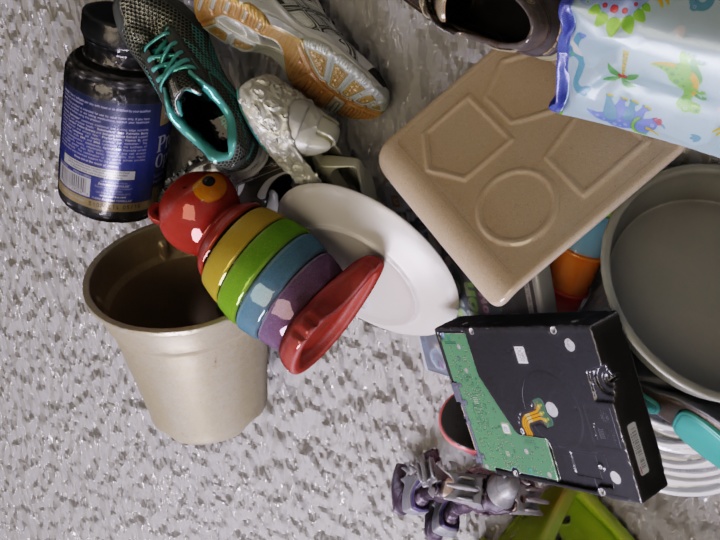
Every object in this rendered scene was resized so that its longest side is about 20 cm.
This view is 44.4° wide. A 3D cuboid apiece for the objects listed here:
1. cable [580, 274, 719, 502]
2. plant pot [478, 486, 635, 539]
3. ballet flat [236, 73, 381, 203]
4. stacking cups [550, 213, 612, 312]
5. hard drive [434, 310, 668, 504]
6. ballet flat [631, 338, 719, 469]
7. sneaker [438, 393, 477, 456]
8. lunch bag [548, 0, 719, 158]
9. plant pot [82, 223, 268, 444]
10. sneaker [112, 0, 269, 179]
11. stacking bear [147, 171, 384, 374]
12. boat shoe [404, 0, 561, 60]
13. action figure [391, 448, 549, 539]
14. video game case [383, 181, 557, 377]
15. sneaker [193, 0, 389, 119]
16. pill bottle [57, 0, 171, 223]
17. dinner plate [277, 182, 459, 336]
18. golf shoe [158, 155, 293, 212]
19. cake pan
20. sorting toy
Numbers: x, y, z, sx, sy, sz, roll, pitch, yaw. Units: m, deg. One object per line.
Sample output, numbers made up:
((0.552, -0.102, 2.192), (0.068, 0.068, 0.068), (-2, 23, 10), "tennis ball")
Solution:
((0.274, 0.092, 0.761), (0.199, 0.069, 0.201), (39, 115, 10), "cable")
((0.183, 0.362, 0.872), (0.200, 0.199, 0.181), (48, 131, -1), "plant pot")
((-0.032, -0.105, 0.811), (0.071, 0.072, 0.201), (-14, 131, 30), "ballet flat")
((0.195, -0.037, 0.753), (0.060, 0.060, 0.202), (24, 116, 15), "stacking cups")
((0.147, 0.104, 0.720), (0.199, 0.038, 0.141), (-9, 100, 60), "hard drive")
((0.255, 0.096, 0.698), (0.199, 0.073, 0.074), (32, 123, 20), "ballet flat")
((0.175, 0.160, 0.867), (0.197, 0.075, 0.087), (10, 160, 8), "sneaker")
((0.241, -0.184, 0.605), (0.168, 0.201, 0.128), (20, 153, 18), "lunch bag")
((-0.173, 0.073, 0.932), (0.198, 0.201, 0.185), (12, 128, 21), "plant pot")
((-0.152, -0.171, 0.781), (0.077, 0.091, 0.201), (-37, 94, 9), "sneaker")
((-0.097, -0.012, 0.787), (0.199, 0.121, 0.114), (40, 146, 11), "stacking bear")
((0.085, -0.225, 0.700), (0.199, 0.073, 0.075), (32, 120, 36), "boat shoe")
((0.101, 0.218, 0.878), (0.129, 0.070, 0.200), (25, 151, -16), "action figure")
((0.104, 0.017, 0.809), (0.181, 0.023, 0.203), (10, 120, 52), "video game case")
((-0.048, -0.219, 0.797), (0.199, 0.088, 0.075), (33, 147, -17), "sneaker")
((-0.246, -0.160, 0.897), (0.111, 0.112, 0.202), (24, 121, 15), "pill bottle")
((0.000, 0.000, 0.828), (0.198, 0.024, 0.201), (27, 151, 16), "dinner plate")
((-0.124, -0.086, 0.891), (0.199, 0.078, 0.095), (-29, 98, 34), "golf shoe")
((0.278, 0.012, 0.681), (0.199, 0.201, 0.037), (31, 157, 10), "cake pan")
((0.132, -0.096, 0.702), (0.200, 0.036, 0.186), (-43, 56, 9), "sorting toy")
